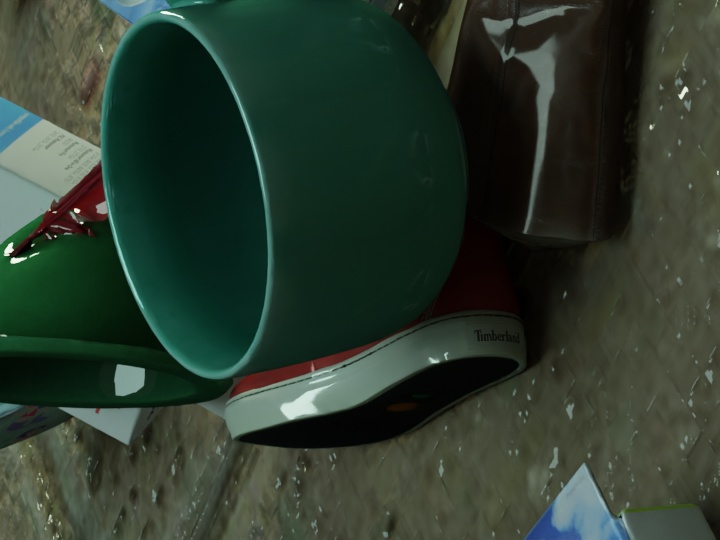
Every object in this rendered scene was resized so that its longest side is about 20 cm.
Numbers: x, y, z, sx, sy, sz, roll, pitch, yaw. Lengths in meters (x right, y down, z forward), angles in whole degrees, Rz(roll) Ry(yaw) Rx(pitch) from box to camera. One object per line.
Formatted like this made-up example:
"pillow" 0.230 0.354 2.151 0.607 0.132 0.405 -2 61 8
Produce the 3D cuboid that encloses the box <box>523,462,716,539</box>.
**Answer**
"box" 0.114 0.185 0.941 0.122 0.048 0.200 -58 45 43

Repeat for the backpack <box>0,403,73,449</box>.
"backpack" -0.213 0.021 1.448 0.151 0.177 0.200 59 141 12

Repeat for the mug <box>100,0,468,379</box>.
"mug" -0.023 -0.053 1.033 0.152 0.114 0.185 45 137 44

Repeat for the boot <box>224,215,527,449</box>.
"boot" 0.000 0.000 1.164 0.200 0.072 0.144 -29 62 49

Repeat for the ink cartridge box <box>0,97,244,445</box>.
"ink cartridge box" -0.140 0.007 1.288 0.116 0.200 0.068 -66 -7 29

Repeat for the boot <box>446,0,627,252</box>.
"boot" 0.043 -0.112 1.066 0.186 0.064 0.200 18 109 43

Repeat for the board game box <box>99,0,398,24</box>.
"board game box" -0.046 -0.195 1.195 0.199 0.043 0.200 36 108 38

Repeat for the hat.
"hat" -0.132 -0.032 1.203 0.166 0.200 0.176 45 -134 -73
